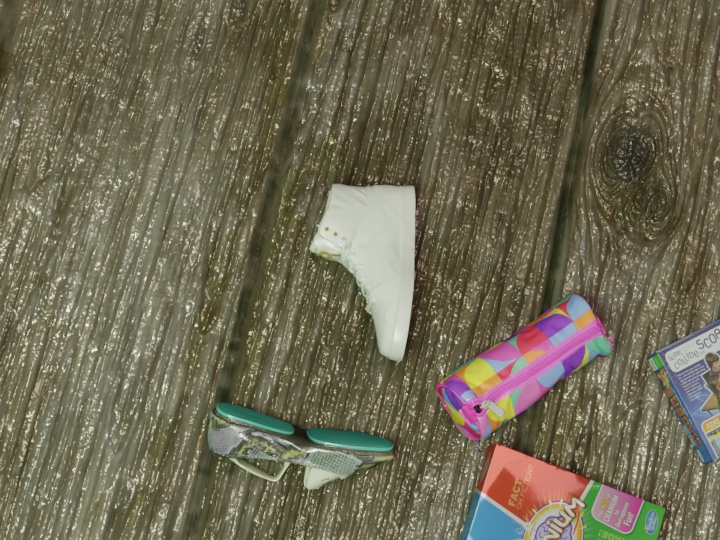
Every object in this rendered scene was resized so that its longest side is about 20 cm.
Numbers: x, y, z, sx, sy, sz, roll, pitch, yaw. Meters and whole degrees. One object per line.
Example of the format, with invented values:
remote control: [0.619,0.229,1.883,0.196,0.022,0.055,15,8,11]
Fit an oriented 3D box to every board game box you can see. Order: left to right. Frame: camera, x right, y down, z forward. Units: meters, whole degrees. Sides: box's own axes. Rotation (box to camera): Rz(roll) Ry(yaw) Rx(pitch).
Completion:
board game box: [0.208,0.291,1.617,0.198,0.040,0.154,21,73,-4]
board game box: [0.438,0.111,1.703,0.198,0.034,0.136,-24,80,-14]

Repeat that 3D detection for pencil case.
pencil case: [0.176,0.106,1.638,0.199,0.088,0.089,-34,83,-17]

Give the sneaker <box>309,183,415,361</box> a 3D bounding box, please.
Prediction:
sneaker: [0.000,0.000,1.645,0.114,0.074,0.202,4,65,-7]

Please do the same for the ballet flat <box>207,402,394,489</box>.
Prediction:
ballet flat: [-0.065,0.191,1.593,0.198,0.072,0.073,13,74,-6]
